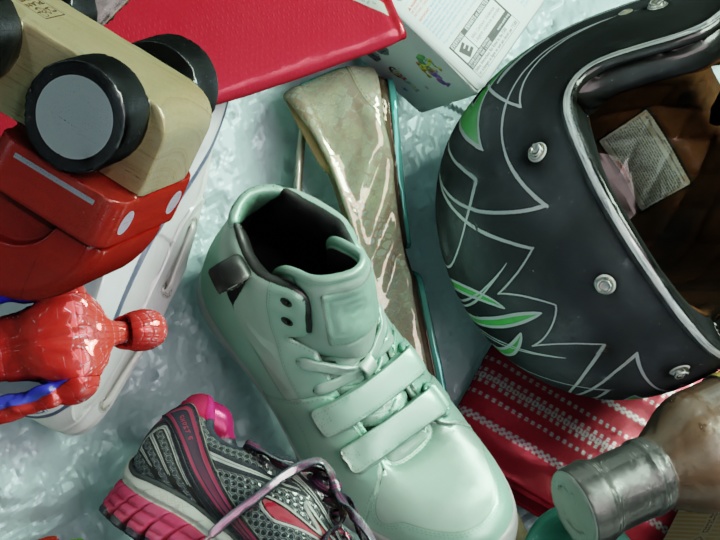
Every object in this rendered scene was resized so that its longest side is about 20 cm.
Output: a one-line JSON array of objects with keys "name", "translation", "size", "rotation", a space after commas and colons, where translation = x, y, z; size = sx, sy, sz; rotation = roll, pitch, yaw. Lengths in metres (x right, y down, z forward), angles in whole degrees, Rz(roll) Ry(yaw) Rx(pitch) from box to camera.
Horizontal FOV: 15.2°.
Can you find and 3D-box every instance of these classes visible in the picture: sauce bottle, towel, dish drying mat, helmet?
[{"name": "sauce bottle", "translation": [0.183, 0.076, 1.280], "size": [0.200, 0.065, 0.065], "rotation": [-23, 101, -19]}, {"name": "towel", "translation": [0.143, 0.049, 1.411], "size": [0.144, 0.022, 0.200], "rotation": [31, 70, -2]}, {"name": "dish drying mat", "translation": [-0.084, -0.106, 1.237], "size": [0.200, 0.018, 0.077], "rotation": [-18, 65, -7]}, {"name": "helmet", "translation": [0.129, -0.031, 1.315], "size": [0.191, 0.200, 0.200], "rotation": [-37, 108, -14]}]

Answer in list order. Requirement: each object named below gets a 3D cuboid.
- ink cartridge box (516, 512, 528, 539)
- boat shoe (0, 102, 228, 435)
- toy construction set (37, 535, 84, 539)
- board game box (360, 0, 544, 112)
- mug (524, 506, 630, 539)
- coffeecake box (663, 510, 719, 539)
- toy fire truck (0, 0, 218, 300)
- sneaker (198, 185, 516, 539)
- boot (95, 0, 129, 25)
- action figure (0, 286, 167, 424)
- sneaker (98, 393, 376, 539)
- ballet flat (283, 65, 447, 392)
[{"name": "ink cartridge box", "translation": [0.020, 0.228, 1.322], "size": [0.200, 0.075, 0.165], "rotation": [-35, 105, -28]}, {"name": "boat shoe", "translation": [-0.111, -0.019, 1.260], "size": [0.200, 0.074, 0.065], "rotation": [-62, 148, -11]}, {"name": "toy construction set", "translation": [-0.137, 0.171, 1.191], "size": [0.200, 0.131, 0.092], "rotation": [-9, 94, -32]}, {"name": "board game box", "translation": [0.012, -0.200, 1.323], "size": [0.200, 0.064, 0.148], "rotation": [42, 68, -16]}, {"name": "mug", "translation": [0.078, 0.210, 1.247], "size": [0.152, 0.114, 0.185], "rotation": [-9, 93, -32]}, {"name": "coffeecake box", "translation": [0.265, 0.147, 1.390], "size": [0.200, 0.073, 0.154], "rotation": [41, 66, -24]}, {"name": "toy fire truck", "translation": [-0.183, -0.031, 1.138], "size": [0.200, 0.176, 0.129], "rotation": [-63, 167, 20]}, {"name": "sneaker", "translation": [-0.001, 0.050, 1.234], "size": [0.074, 0.118, 0.200], "rotation": [-39, 78, -18]}, {"name": "boot", "translation": [-0.134, -0.210, 1.222], "size": [0.174, 0.069, 0.200], "rotation": [37, 80, -9]}, {"name": "action figure", "translation": [-0.184, 0.037, 1.179], "size": [0.200, 0.052, 0.066], "rotation": [-7, 82, -6]}, {"name": "sneaker", "translation": [-0.022, 0.123, 1.196], "size": [0.075, 0.200, 0.081], "rotation": [-58, 158, -9]}, {"name": "ballet flat", "translation": [0.000, 0.000, 1.335], "size": [0.062, 0.067, 0.200], "rotation": [-10, 90, -6]}]
